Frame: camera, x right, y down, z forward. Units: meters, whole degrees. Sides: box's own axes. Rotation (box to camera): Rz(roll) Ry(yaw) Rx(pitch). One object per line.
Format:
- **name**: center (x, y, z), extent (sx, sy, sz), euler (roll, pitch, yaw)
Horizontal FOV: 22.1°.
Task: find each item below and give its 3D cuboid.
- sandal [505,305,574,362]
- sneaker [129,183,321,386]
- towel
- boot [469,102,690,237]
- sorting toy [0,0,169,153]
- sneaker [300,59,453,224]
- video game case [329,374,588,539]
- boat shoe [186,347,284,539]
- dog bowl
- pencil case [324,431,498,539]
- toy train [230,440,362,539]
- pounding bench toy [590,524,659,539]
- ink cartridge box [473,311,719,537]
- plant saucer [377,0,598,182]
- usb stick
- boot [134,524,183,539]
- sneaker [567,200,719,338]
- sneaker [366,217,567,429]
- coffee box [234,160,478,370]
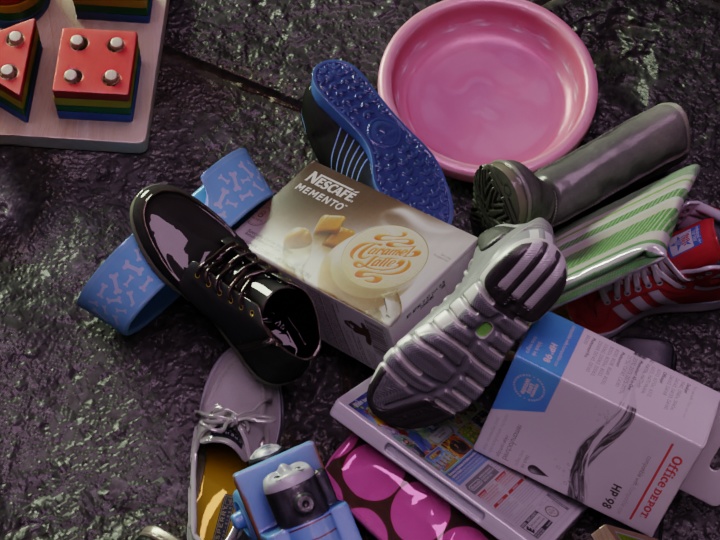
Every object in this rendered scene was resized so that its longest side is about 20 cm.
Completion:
- **sandal**: center (0.168, 0.056, 1.532), extent (0.211, 0.078, 0.070), euler (20, 92, 23)
- **sneaker**: center (-0.101, -0.001, 1.479), extent (0.075, 0.106, 0.200), euler (-42, 90, -21)
- **towel**: center (0.202, -0.021, 1.520), extent (0.152, 0.200, 0.023), euler (-28, 99, 25)
- **boot**: center (0.196, -0.086, 1.583), extent (0.200, 0.182, 0.073), euler (-21, 82, -8)
- **sorting toy**: center (-0.286, -0.216, 1.703), extent (0.198, 0.070, 0.200), euler (4, 62, 2)
- **sneaker**: center (0.012, -0.092, 1.633), extent (0.070, 0.078, 0.200), euler (-21, 65, -26)
- **video game case**: center (0.086, 0.147, 1.482), extent (0.200, 0.018, 0.143), euler (36, 25, 13)
- **boat shoe**: center (-0.108, 0.140, 1.500), extent (0.074, 0.086, 0.202), euler (9, 62, 4)
- **dog bowl**: center (-0.153, -0.021, 1.579), extent (0.050, 0.111, 0.200), euler (45, 69, 6)
- **pencil case**: center (0.055, 0.207, 1.468), extent (0.094, 0.091, 0.200), euler (-43, 67, -13)
- **toy train**: center (-0.032, 0.227, 1.411), extent (0.087, 0.114, 0.200), euler (-22, 93, -16)
- **pounding bench toy**: center (0.194, 0.298, 1.404), extent (0.156, 0.200, 0.124), euler (-41, 62, 14)
- **ink cartridge box**: center (0.203, 0.128, 1.444), extent (0.200, 0.116, 0.067), euler (26, 42, 7)
- **plant saucer**: center (0.116, -0.159, 1.687), extent (0.200, 0.051, 0.201), euler (0, 62, 0)
- **usb stick**: center (0.229, 0.145, 1.531), extent (0.055, 0.033, 0.200), euler (9, 62, 1)
- **boot**: center (-0.149, 0.308, 1.419), extent (0.151, 0.073, 0.200), euler (-38, 73, -19)
- **sneaker**: center (0.240, 0.001, 1.564), extent (0.200, 0.113, 0.071), euler (-13, 65, -8)
- **sneaker**: center (0.087, 0.035, 1.443), extent (0.075, 0.200, 0.116), euler (42, 22, -13)
- **coffee box**: center (0.000, 0.000, 1.541), extent (0.114, 0.080, 0.200), euler (-42, 46, -22)
